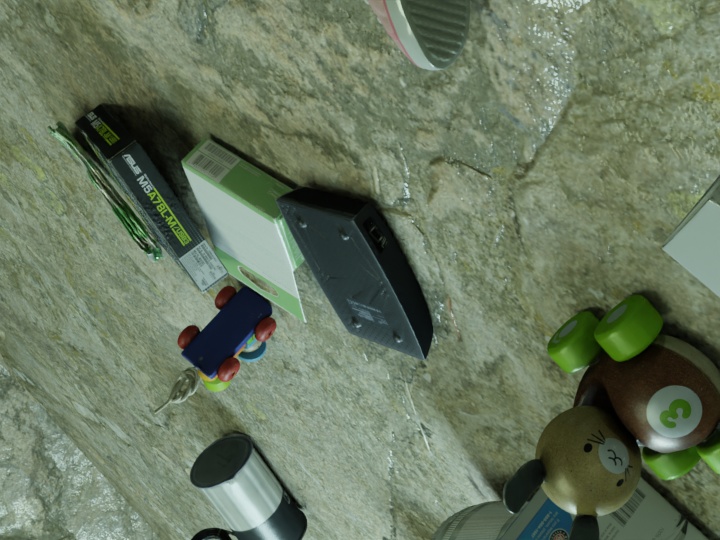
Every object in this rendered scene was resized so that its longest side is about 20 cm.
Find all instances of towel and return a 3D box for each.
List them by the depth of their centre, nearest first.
[{"bbox_3d":[-0.318,-0.095,1.701,0.200,0.023,0.153,51,174,-1],"label":"towel"}]

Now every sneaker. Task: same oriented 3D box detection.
[{"bbox_3d":[0.005,-0.239,0.981,0.104,0.075,0.201,4,127,49],"label":"sneaker"}]

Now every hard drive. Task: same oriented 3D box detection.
[{"bbox_3d":[0.000,0.000,1.409,0.134,0.042,0.201,17,145,45],"label":"hard drive"}]

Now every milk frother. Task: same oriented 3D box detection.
[{"bbox_3d":[-0.224,0.393,2.194,0.180,0.200,0.189,14,143,54],"label":"milk frother"}]

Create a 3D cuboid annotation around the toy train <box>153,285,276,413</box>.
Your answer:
[{"bbox_3d":[-0.191,0.123,1.715,0.084,0.200,0.116,36,159,15],"label":"toy train"}]

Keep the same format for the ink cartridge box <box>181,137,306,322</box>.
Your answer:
[{"bbox_3d":[-0.116,-0.043,1.517,0.145,0.048,0.201,31,157,27],"label":"ink cartridge box"}]

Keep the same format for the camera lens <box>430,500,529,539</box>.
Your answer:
[{"bbox_3d":[0.180,0.343,1.533,0.160,0.160,0.200,49,155,-11],"label":"camera lens"}]

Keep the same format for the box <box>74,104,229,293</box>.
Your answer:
[{"bbox_3d":[-0.247,-0.086,1.586,0.201,0.047,0.193,58,173,-27],"label":"box"}]

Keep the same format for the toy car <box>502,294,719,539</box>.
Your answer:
[{"bbox_3d":[0.207,0.153,1.140,0.164,0.200,0.158,47,156,-7],"label":"toy car"}]

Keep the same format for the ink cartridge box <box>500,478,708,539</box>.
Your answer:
[{"bbox_3d":[0.253,0.292,1.339,0.200,0.145,0.084,43,155,3],"label":"ink cartridge box"}]

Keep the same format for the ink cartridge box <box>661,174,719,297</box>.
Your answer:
[{"bbox_3d":[0.304,-0.012,0.796,0.200,0.145,0.084,41,158,7],"label":"ink cartridge box"}]
